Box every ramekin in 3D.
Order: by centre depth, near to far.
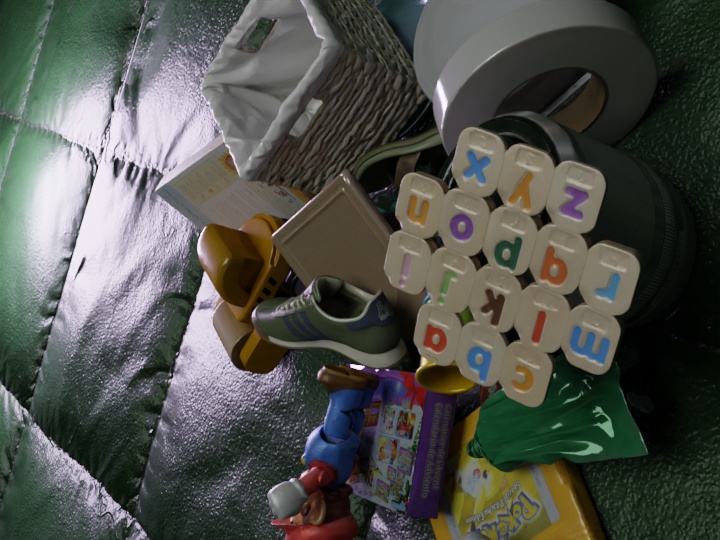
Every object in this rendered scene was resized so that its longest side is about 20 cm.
[{"bbox_3d":[0.157,-0.234,1.011,0.202,0.094,0.203,-20,59,38],"label":"ramekin"}]

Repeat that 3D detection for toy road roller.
[{"bbox_3d":[-0.147,0.021,1.279,0.200,0.146,0.123,-59,41,20],"label":"toy road roller"}]

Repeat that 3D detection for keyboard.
[{"bbox_3d":[0.185,-0.136,0.993,0.200,0.056,0.011,-41,53,36],"label":"keyboard"}]

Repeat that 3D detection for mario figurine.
[{"bbox_3d":[-0.050,0.194,1.039,0.106,0.123,0.201,12,87,53],"label":"mario figurine"}]

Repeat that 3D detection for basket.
[{"bbox_3d":[-0.058,-0.219,1.194,0.198,0.160,0.200,-52,45,27],"label":"basket"}]

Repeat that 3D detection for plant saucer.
[{"bbox_3d":[0.044,-0.243,1.224,0.200,0.027,0.201,-21,63,46],"label":"plant saucer"}]

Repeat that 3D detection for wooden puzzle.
[{"bbox_3d":[0.000,0.000,1.103,0.185,0.037,0.200,54,145,0],"label":"wooden puzzle"}]

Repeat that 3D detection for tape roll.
[{"bbox_3d":[0.165,-0.155,0.909,0.203,0.202,0.037,-42,48,35],"label":"tape roll"}]

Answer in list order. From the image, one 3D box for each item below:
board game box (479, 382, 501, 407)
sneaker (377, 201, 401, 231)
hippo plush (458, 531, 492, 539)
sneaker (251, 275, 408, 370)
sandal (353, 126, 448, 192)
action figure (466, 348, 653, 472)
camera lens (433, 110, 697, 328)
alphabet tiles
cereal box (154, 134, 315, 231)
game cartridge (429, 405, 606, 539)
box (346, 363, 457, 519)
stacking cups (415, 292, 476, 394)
[{"bbox_3d":[0.124,0.019,0.973,0.103,0.019,0.201,82,-171,-59],"label":"board game box"},{"bbox_3d":[-0.003,-0.042,1.154,0.200,0.078,0.091,0,123,46],"label":"sneaker"},{"bbox_3d":[0.113,0.319,0.825,0.199,0.161,0.160,2,98,37],"label":"hippo plush"},{"bbox_3d":[-0.041,0.040,1.093,0.200,0.067,0.090,12,131,34],"label":"sneaker"},{"bbox_3d":[0.066,-0.115,1.121,0.201,0.080,0.058,-16,80,47],"label":"sandal"},{"bbox_3d":[0.162,0.130,0.892,0.200,0.055,0.119,-33,60,45],"label":"action figure"},{"bbox_3d":[0.170,-0.036,0.864,0.160,0.200,0.161,-20,63,46],"label":"camera lens"},{"bbox_3d":[0.109,-0.002,0.765,0.200,0.015,0.196,23,117,27],"label":"alphabet tiles"},{"bbox_3d":[-0.163,-0.107,1.345,0.200,0.144,0.040,-24,34,44],"label":"cereal box"},{"bbox_3d":[0.136,0.228,0.957,0.176,0.032,0.200,-45,45,33],"label":"game cartridge"},{"bbox_3d":[0.029,0.173,1.063,0.200,0.039,0.137,-3,76,65],"label":"box"},{"bbox_3d":[0.088,0.021,0.993,0.060,0.060,0.201,-33,39,41],"label":"stacking cups"}]
